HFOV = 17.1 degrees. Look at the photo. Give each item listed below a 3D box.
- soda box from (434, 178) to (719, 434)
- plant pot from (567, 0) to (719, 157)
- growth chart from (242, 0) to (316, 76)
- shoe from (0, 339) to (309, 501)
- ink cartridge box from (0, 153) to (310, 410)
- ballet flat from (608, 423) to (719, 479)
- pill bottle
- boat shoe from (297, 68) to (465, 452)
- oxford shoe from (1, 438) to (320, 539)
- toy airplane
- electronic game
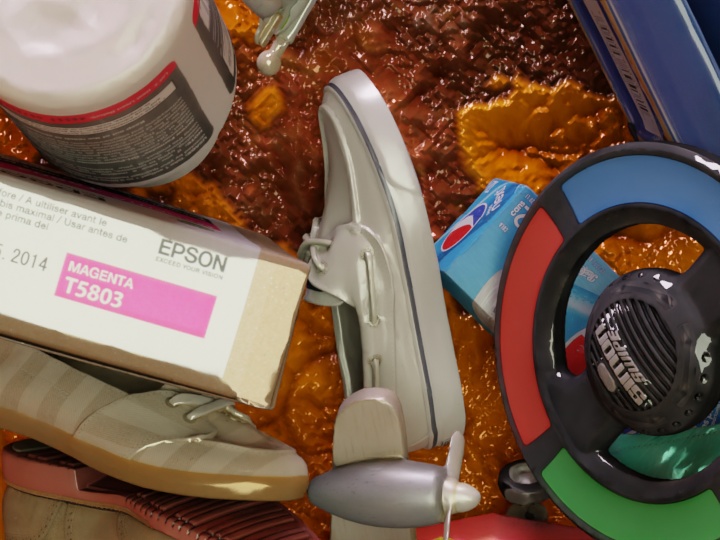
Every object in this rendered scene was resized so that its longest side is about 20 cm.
[{"bbox_3d":[0.126,0.043,1.250,0.200,0.068,0.064,43,86,-11],"label":"soda box"},{"bbox_3d":[0.201,-0.148,1.187,0.180,0.200,0.200,-27,100,0],"label":"plant pot"},{"bbox_3d":[-0.035,-0.190,1.151,0.018,0.200,0.145,27,81,21],"label":"growth chart"},{"bbox_3d":[-0.115,0.066,1.170,0.200,0.070,0.053,16,101,21],"label":"shoe"},{"bbox_3d":[-0.136,-0.004,1.149,0.200,0.165,0.075,17,92,-12],"label":"ink cartridge box"},{"bbox_3d":[0.213,0.070,1.204,0.200,0.067,0.070,-22,84,-12],"label":"ballet flat"},{"bbox_3d":[-0.118,-0.102,1.118,0.111,0.200,0.111,-1,77,5],"label":"pill bottle"},{"bbox_3d":[0.000,0.000,1.226,0.066,0.072,0.200,-16,106,-13],"label":"boat shoe"},{"bbox_3d":[-0.097,0.139,1.177,0.070,0.200,0.075,-6,107,-49],"label":"oxford shoe"},{"bbox_3d":[0.019,0.174,1.204,0.200,0.141,0.199,35,108,-25],"label":"toy airplane"},{"bbox_3d":[0.138,0.038,1.129,0.042,0.200,0.200,-6,97,-43],"label":"electronic game"}]
